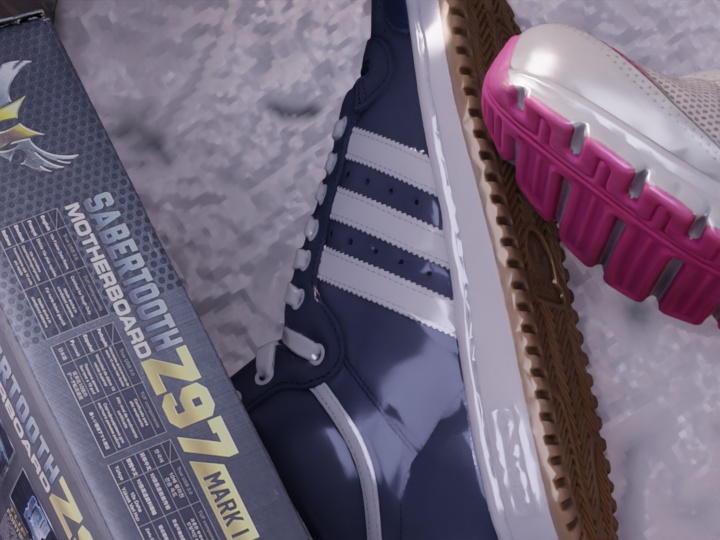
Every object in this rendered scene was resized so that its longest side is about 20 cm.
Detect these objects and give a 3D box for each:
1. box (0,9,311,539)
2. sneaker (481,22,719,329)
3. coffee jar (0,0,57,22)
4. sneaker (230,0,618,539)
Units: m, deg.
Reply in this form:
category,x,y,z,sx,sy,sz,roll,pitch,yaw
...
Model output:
category,x,y,z,sx,sy,sz,roll,pitch,yaw
box,-0.074,0.055,0.727,0.051,0.158,0.201,-22,74,-23
sneaker,0.128,-0.025,0.719,0.199,0.081,0.089,23,75,-7
coffee jar,-0.198,-0.077,0.806,0.199,0.104,0.086,-16,70,12
sneaker,0.000,0.000,0.761,0.108,0.070,0.201,-17,71,21
